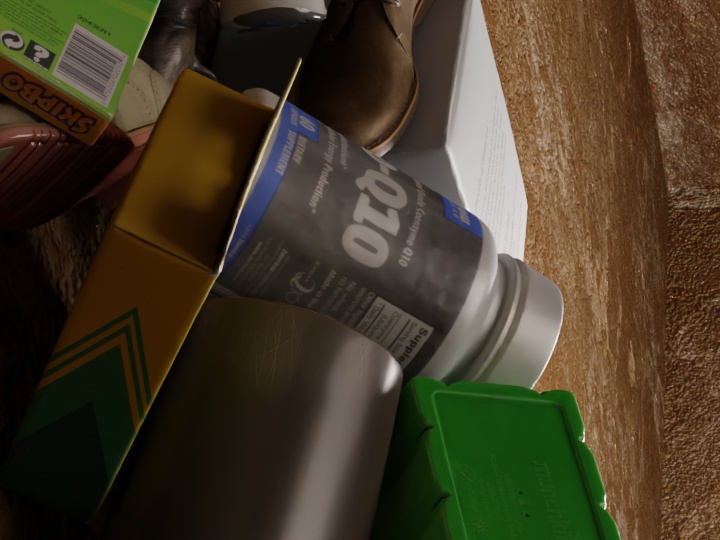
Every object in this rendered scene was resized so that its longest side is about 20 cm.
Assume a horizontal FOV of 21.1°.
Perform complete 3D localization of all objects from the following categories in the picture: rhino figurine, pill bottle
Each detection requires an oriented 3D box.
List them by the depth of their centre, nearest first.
[{"bbox_3d":[0.000,0.000,1.013,0.200,0.114,0.114,30,43,-19],"label":"pill bottle"},{"bbox_3d":[-0.106,-0.167,1.038,0.087,0.060,0.201,-51,139,-84],"label":"rhino figurine"}]

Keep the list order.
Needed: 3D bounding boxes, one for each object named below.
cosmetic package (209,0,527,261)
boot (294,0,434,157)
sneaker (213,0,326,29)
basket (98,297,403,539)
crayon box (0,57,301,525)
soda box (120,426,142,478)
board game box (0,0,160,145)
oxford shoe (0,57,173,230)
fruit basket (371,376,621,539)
[{"bbox_3d":[0.005,-0.050,1.212,0.167,0.167,0.200,-80,158,-44],"label":"cosmetic package"},{"bbox_3d":[0.000,-0.143,1.105,0.076,0.073,0.200,81,17,-47],"label":"boot"},{"bbox_3d":[-0.056,-0.194,1.113,0.200,0.074,0.087,-126,-149,-71],"label":"sneaker"},{"bbox_3d":[-0.057,0.125,0.908,0.180,0.136,0.201,90,14,-68],"label":"basket"},{"bbox_3d":[-0.094,0.001,0.859,0.127,0.051,0.200,-74,-169,-53],"label":"crayon box"},{"bbox_3d":[-0.082,0.177,1.024,0.068,0.064,0.201,1,84,-75],"label":"soda box"},{"bbox_3d":[-0.135,-0.148,0.887,0.095,0.030,0.200,31,42,-15],"label":"board game box"},{"bbox_3d":[-0.143,-0.068,0.905,0.074,0.071,0.200,56,18,8],"label":"oxford shoe"},{"bbox_3d":[0.042,0.180,0.973,0.216,0.155,0.216,-174,-90,-73],"label":"fruit basket"}]
